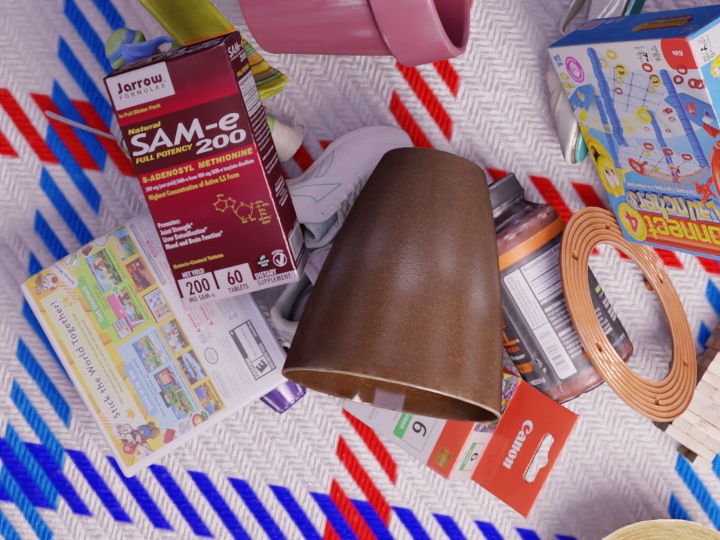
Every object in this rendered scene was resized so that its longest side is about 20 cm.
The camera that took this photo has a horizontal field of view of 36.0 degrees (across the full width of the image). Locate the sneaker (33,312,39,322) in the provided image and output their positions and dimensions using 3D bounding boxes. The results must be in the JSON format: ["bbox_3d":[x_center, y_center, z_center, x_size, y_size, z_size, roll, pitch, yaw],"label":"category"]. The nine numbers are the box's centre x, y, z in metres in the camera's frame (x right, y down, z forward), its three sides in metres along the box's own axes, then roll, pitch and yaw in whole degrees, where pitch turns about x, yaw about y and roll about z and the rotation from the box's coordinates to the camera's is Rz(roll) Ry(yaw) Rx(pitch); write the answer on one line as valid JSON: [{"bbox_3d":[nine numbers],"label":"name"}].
[{"bbox_3d":[-0.225,0.080,1.063,0.199,0.077,0.080,35,74,-5],"label":"sneaker"}]

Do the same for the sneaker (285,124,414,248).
[{"bbox_3d":[-0.031,-0.063,1.015,0.198,0.071,0.080,-28,47,-10],"label":"sneaker"}]

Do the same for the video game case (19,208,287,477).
[{"bbox_3d":[-0.183,0.054,1.012,0.180,0.023,0.202,-30,89,-6],"label":"video game case"}]

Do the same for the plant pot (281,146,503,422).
[{"bbox_3d":[0.043,0.008,0.931,0.184,0.187,0.203,11,77,2],"label":"plant pot"}]

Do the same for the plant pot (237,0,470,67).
[{"bbox_3d":[-0.011,-0.272,0.976,0.176,0.200,0.204,-7,93,18],"label":"plant pot"}]

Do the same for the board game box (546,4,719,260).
[{"bbox_3d":[0.260,-0.111,0.911,0.055,0.200,0.198,-31,108,-14],"label":"board game box"}]

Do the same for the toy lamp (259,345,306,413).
[{"bbox_3d":[-0.124,0.047,1.056,0.058,0.058,0.201,-37,88,4],"label":"toy lamp"}]

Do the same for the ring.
[{"bbox_3d":[0.236,0.039,0.988,0.019,0.200,0.202,-30,92,39],"label":"ring"}]

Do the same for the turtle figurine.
[{"bbox_3d":[-0.158,-0.160,1.036,0.193,0.199,0.145,40,66,-21],"label":"turtle figurine"}]

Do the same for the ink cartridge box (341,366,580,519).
[{"bbox_3d":[0.087,0.126,1.006,0.199,0.050,0.110,31,97,33],"label":"ink cartridge box"}]

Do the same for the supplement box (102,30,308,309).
[{"bbox_3d":[-0.123,-0.081,0.910,0.107,0.061,0.203,-14,108,12],"label":"supplement box"}]

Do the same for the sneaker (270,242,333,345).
[{"bbox_3d":[0.000,0.000,1.022,0.200,0.100,0.075,-43,66,3],"label":"sneaker"}]

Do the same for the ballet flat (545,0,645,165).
[{"bbox_3d":[0.210,-0.199,1.031,0.068,0.069,0.203,21,90,1],"label":"ballet flat"}]

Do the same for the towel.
[{"bbox_3d":[-0.149,-0.223,0.957,0.200,0.086,0.018,46,119,1],"label":"towel"}]

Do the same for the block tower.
[{"bbox_3d":[0.350,0.086,1.039,0.057,0.054,0.202,30,93,1],"label":"block tower"}]

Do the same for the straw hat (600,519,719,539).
[{"bbox_3d":[0.273,0.304,1.039,0.197,0.085,0.205,1,106,3],"label":"straw hat"}]

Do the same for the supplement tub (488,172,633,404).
[{"bbox_3d":[0.159,0.014,1.017,0.106,0.107,0.202,-30,91,3],"label":"supplement tub"}]
